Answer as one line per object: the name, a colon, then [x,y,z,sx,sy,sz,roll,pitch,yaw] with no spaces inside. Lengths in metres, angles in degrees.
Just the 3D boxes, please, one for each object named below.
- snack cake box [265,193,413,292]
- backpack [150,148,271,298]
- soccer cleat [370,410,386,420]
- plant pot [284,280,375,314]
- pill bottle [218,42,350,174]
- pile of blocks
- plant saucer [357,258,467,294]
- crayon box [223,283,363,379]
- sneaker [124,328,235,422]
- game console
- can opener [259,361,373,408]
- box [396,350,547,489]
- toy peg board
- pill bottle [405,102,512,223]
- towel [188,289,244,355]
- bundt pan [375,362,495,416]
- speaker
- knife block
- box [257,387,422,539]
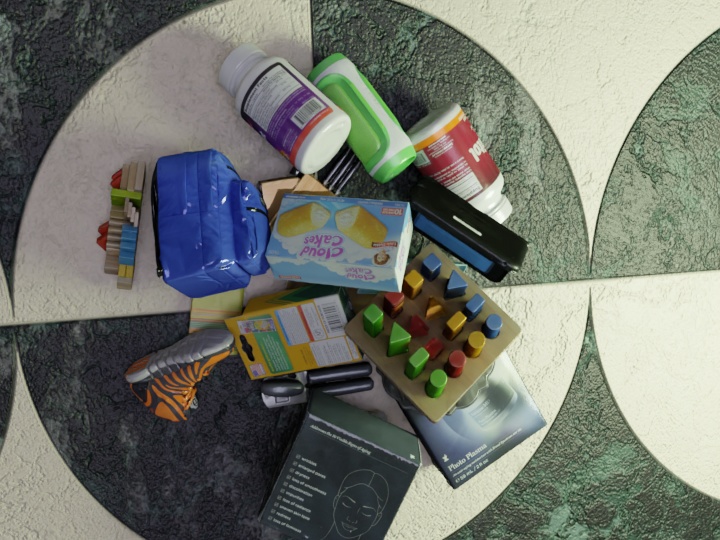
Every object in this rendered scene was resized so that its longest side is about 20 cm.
snack cake box: [-0.029,-0.042,1.208,0.197,0.068,0.116,5,58,14]
backpack: [-0.222,-0.078,1.232,0.165,0.163,0.203,-11,76,-1]
soccer cleat: [-0.040,0.303,1.395,0.200,0.069,0.078,-42,102,0]
plant pot: [-0.032,0.048,1.375,0.196,0.027,0.204,-2,99,-13]
pill bottle: [-0.119,-0.250,1.237,0.200,0.111,0.112,43,89,13]
pile of blocks: [-0.371,-0.070,1.254,0.061,0.082,0.204,7,98,-13]
plant saucer: [0.084,0.009,1.331,0.197,0.019,0.070,4,128,-35]
crayon box: [-0.103,0.096,1.315,0.197,0.052,0.127,-12,118,16]
sneaker: [-0.269,0.171,1.312,0.197,0.078,0.113,-21,112,18]
game console: [0.151,-0.044,1.284,0.198,0.176,0.117,33,117,4]
can opener: [-0.071,0.195,1.374,0.197,0.066,0.054,-7,99,-16]
box: [0.176,0.224,1.400,0.199,0.123,0.200,-34,103,-5]
toy peg board: [0.110,0.079,1.214,0.199,0.098,0.200,-43,76,-13]
pill bottle: [0.162,-0.162,1.339,0.112,0.113,0.201,-36,105,-4]
towel: [-0.232,0.038,1.337,0.085,0.018,0.204,5,98,-16]
bundt pan: [0.116,0.124,1.299,0.198,0.076,0.205,-3,67,8]
speaker: [0.001,-0.238,1.281,0.088,0.088,0.201,-36,85,-4]
knife block: [-0.074,-0.107,1.321,0.172,0.064,0.204,-8,100,-10]
box: [-0.032,0.330,1.307,0.198,0.124,0.199,25,101,-4]
